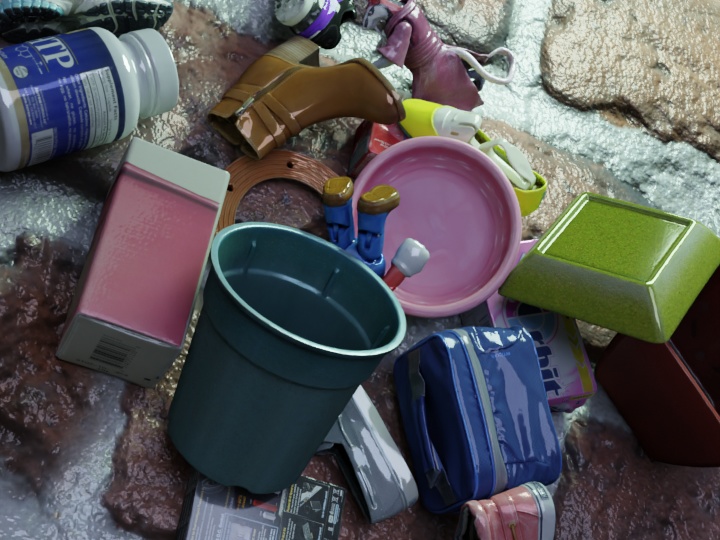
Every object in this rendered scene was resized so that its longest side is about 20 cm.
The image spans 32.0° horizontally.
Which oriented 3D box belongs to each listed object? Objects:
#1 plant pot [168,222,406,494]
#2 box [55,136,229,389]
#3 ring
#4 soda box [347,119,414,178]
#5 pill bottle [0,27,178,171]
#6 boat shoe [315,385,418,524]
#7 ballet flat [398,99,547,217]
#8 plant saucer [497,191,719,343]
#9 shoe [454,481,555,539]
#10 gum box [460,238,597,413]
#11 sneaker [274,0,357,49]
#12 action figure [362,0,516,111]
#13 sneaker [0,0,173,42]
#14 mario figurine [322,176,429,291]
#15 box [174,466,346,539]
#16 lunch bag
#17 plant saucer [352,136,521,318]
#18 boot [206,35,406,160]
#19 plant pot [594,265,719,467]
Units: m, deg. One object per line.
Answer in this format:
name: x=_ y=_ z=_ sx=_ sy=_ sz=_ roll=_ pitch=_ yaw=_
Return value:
plant pot: x=-0.086 y=0.092 z=1.203 sx=0.198 sy=0.198 sz=0.201 roll=22 pitch=26 yaw=-12
box: x=-0.217 y=-0.006 z=1.250 sx=0.108 sy=0.128 sz=0.203 roll=20 pitch=61 yaw=-15
ring: x=-0.081 y=-0.040 z=1.394 sx=0.198 sy=0.019 sz=0.203 roll=9 pitch=66 yaw=-21
soda box: x=0.088 y=-0.120 z=1.482 sx=0.198 sy=0.063 sz=0.071 roll=21 pitch=61 yaw=-17
pill bottle: x=-0.295 y=-0.184 z=1.295 sx=0.198 sy=0.120 sz=0.121 roll=-21 pitch=78 yaw=-31
boat shoe: x=-0.018 y=0.168 z=1.301 sx=0.071 sy=0.070 sz=0.202 roll=-28 pitch=76 yaw=-20
ballet flat: x=0.133 y=-0.141 z=1.435 sx=0.199 sy=0.067 sz=0.067 roll=39 pitch=55 yaw=-4
plant saucer: x=0.281 y=-0.019 z=1.386 sx=0.198 sy=0.048 sz=0.200 roll=18 pitch=41 yaw=29
shoe: x=0.142 y=0.311 z=1.274 sx=0.090 sy=0.072 sz=0.203 roll=-9 pitch=115 yaw=-19
gum box: x=0.186 y=0.071 z=1.442 sx=0.112 sy=0.066 sz=0.203 roll=-6 pitch=71 yaw=-26
sneaker: x=-0.046 y=-0.343 z=1.519 sx=0.099 sy=0.069 sz=0.202 roll=35 pitch=45 yaw=-32
action figure: x=0.073 y=-0.258 z=1.481 sx=0.200 sy=0.147 sz=0.135 roll=50 pitch=33 yaw=-30
sneaker: x=-0.302 y=-0.305 z=1.372 sx=0.197 sy=0.078 sz=0.088 roll=-3 pitch=66 yaw=-26
mario figurine: x=0.000 y=0.000 z=1.317 sx=0.105 sy=0.203 sz=0.123 roll=-12 pitch=30 yaw=-28
box: x=-0.106 y=0.292 z=1.219 sx=0.156 sy=0.050 sz=0.203 roll=18 pitch=62 yaw=-17
lunch bag: x=0.115 y=0.165 z=1.328 sx=0.130 sy=0.136 sz=0.203 roll=-4 pitch=71 yaw=-26
plant saucer: x=0.079 y=-0.045 z=1.395 sx=0.197 sy=0.051 sz=0.204 roll=0 pitch=80 yaw=1
boot: x=-0.061 y=-0.175 z=1.400 sx=0.199 sy=0.074 sz=0.155 roll=28 pitch=59 yaw=34
plant pot: x=0.392 y=0.114 z=1.458 sx=0.199 sy=0.176 sz=0.201 roll=-31 pitch=83 yaw=-33
